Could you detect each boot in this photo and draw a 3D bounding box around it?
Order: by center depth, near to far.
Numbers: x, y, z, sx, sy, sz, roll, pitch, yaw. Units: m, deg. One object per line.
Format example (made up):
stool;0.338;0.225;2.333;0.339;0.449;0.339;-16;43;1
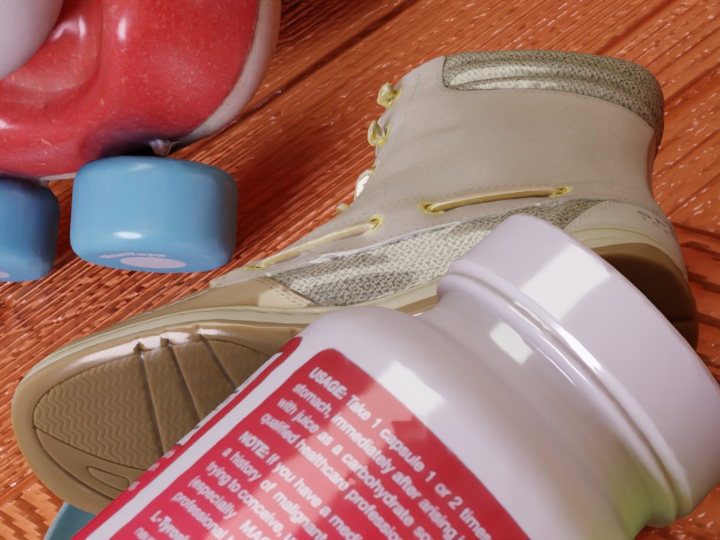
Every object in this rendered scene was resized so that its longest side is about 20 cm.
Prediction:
boot;0.000;0.000;0.834;0.200;0.072;0.155;-14;28;11

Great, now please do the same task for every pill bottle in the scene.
pill bottle;-0.006;0.082;0.671;0.200;0.112;0.112;-42;29;-12

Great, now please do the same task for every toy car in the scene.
toy car;-0.149;-0.103;0.992;0.177;0.200;0.185;-3;79;39

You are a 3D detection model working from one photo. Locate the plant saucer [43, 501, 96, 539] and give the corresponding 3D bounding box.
plant saucer;-0.003;0.068;0.819;0.200;0.027;0.200;-20;27;11
